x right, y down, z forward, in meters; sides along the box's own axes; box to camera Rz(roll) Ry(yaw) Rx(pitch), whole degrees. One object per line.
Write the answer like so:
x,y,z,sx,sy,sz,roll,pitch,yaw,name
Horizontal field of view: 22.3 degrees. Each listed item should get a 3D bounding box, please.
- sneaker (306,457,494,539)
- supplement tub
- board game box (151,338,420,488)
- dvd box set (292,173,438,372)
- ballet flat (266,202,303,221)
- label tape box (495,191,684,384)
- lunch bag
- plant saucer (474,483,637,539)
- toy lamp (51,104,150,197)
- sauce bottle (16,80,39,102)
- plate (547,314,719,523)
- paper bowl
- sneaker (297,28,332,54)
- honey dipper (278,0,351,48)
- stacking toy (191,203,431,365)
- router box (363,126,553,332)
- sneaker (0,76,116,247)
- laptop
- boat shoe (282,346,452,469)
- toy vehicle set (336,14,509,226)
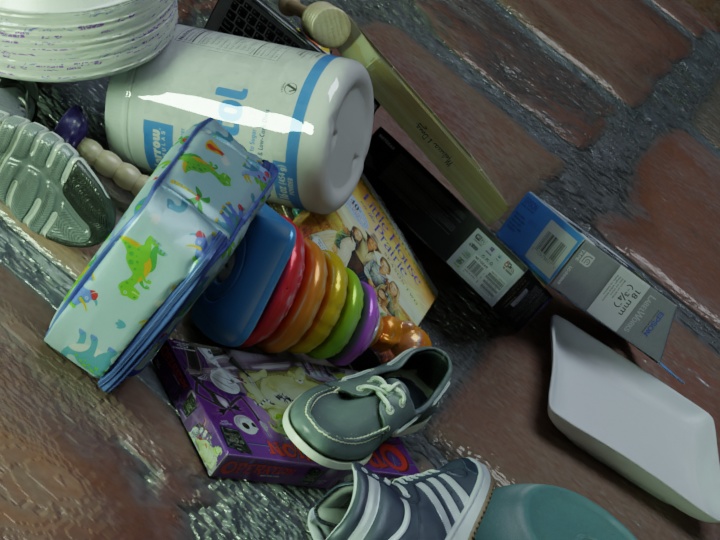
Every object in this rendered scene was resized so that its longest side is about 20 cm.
0.029,0.171,1.333,0.108,0.070,0.200,37,27,-3,sneaker
-0.099,-0.130,1.533,0.198,0.133,0.132,12,19,17,supplement tub
-0.054,0.113,1.379,0.199,0.032,0.120,12,38,-43,board game box
0.000,0.000,1.588,0.147,0.029,0.200,58,23,-8,dvd box set
-0.082,-0.086,1.631,0.070,0.065,0.201,2,66,-63,ballet flat
0.247,0.016,1.830,0.199,0.063,0.144,34,7,-27,label tape box
-0.145,-0.012,1.320,0.082,0.161,0.200,38,26,-7,lunch bag
0.180,0.237,1.460,0.199,0.036,0.200,29,26,-16,plant saucer
-0.166,-0.060,1.500,0.199,0.058,0.058,35,24,-2,toy lamp
-0.296,-0.200,1.562,0.066,0.066,0.201,26,26,-22,sauce bottle
0.253,0.144,1.725,0.199,0.032,0.200,32,25,-8,plate
-0.249,-0.243,1.483,0.199,0.105,0.201,1,35,-1,paper bowl
-0.070,-0.187,1.853,0.089,0.070,0.201,10,33,-19,sneaker
-0.050,-0.239,1.697,0.038,0.038,0.200,27,7,-20,honey dipper
-0.026,0.032,1.448,0.199,0.110,0.116,24,6,-29,stacking toy
0.087,-0.036,1.733,0.200,0.052,0.157,45,3,17,router box
-0.260,-0.102,1.429,0.199,0.075,0.116,36,22,1,sneaker
-0.087,-0.175,1.670,0.187,0.200,0.116,40,39,8,laptop
0.009,0.097,1.384,0.073,0.062,0.200,46,25,17,boat shoe
0.053,-0.138,1.669,0.200,0.026,0.124,46,8,-26,toy vehicle set
